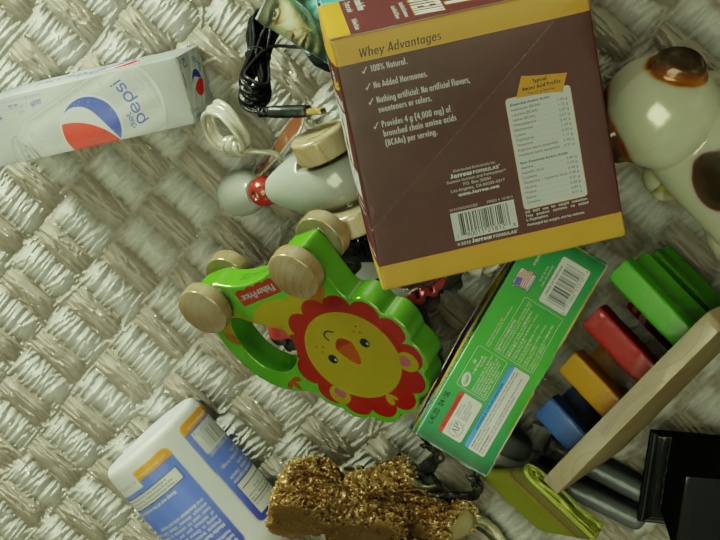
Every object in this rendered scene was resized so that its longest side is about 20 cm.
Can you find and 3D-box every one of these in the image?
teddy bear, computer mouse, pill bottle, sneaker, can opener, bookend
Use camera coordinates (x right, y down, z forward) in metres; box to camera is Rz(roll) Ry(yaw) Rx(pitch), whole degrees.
[{"bbox_3d":[0.013,0.223,1.561,0.198,0.067,0.146,4,138,9],"label":"teddy bear"},{"bbox_3d":[-0.013,-0.187,1.434,0.198,0.141,0.046,3,139,11],"label":"computer mouse"},{"bbox_3d":[-0.137,0.231,1.605,0.112,0.112,0.200,-39,96,20],"label":"pill bottle"},{"bbox_3d":[0.000,0.000,1.507,0.199,0.071,0.099,-16,105,12],"label":"sneaker"},{"bbox_3d":[0.179,0.181,1.549,0.199,0.067,0.053,26,109,-1],"label":"can opener"},{"bbox_3d":[0.352,0.224,1.432,0.197,0.200,0.093,5,108,-1],"label":"bookend"}]

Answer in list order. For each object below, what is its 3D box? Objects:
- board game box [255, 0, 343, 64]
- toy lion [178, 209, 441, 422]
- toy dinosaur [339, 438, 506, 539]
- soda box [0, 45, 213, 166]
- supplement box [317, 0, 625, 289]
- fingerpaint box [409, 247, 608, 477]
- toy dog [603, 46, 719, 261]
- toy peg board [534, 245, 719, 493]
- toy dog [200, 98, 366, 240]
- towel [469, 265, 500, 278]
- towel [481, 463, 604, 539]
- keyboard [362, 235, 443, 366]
[{"bbox_3d":[0.009,-0.265,1.375,0.135,0.028,0.201,32,107,20],"label":"board game box"},{"bbox_3d":[-0.033,0.054,1.443,0.199,0.069,0.192,-20,114,43],"label":"toy lion"},{"bbox_3d":[0.074,0.208,1.588,0.199,0.048,0.089,26,125,3],"label":"toy dinosaur"},{"bbox_3d":[-0.239,-0.150,1.534,0.198,0.068,0.064,-11,105,15],"label":"soda box"},{"bbox_3d":[0.084,-0.119,1.312,0.196,0.133,0.202,-13,110,-1],"label":"supplement box"},{"bbox_3d":[0.121,0.068,1.434,0.073,0.167,0.201,30,87,2],"label":"fingerpaint box"},{"bbox_3d":[0.280,-0.092,1.377,0.200,0.194,0.140,40,123,-9],"label":"toy dog"},{"bbox_3d":[0.231,0.071,1.442,0.098,0.200,0.199,47,112,14],"label":"toy peg board"},{"bbox_3d":[-0.042,-0.089,1.479,0.199,0.096,0.133,24,134,41],"label":"toy dog"},{"bbox_3d":[0.068,-0.096,1.467,0.200,0.034,0.133,36,112,23],"label":"towel"},{"bbox_3d":[0.157,0.202,1.497,0.086,0.200,0.018,44,80,-1],"label":"towel"},{"bbox_3d":[-0.005,0.032,1.563,0.126,0.021,0.202,-14,102,16],"label":"keyboard"}]
